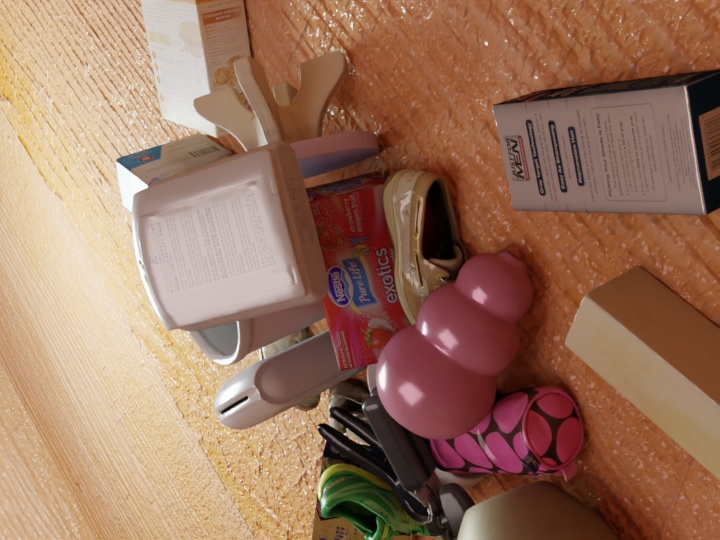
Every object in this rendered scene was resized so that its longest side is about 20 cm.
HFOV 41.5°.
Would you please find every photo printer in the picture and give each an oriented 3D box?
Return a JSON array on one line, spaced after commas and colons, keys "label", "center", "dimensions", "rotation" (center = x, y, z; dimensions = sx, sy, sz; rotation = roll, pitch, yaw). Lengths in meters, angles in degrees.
[{"label": "photo printer", "center": [-0.088, 0.138, 1.224], "dimensions": [0.070, 0.200, 0.166], "rotation": [63, 147, 6]}, {"label": "photo printer", "center": [-0.146, -0.028, 0.998], "dimensions": [0.199, 0.069, 0.167], "rotation": [-15, 90, 23]}]

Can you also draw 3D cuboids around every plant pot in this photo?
[{"label": "plant pot", "center": [0.174, 0.293, 0.967], "dimensions": [0.200, 0.200, 0.135], "rotation": [-52, 52, 54]}]

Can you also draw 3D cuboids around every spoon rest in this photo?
[{"label": "spoon rest", "center": [0.071, 0.178, 1.142], "dimensions": [0.200, 0.061, 0.099], "rotation": [53, 134, 17]}]

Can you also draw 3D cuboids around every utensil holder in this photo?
[{"label": "utensil holder", "center": [-0.112, 0.001, 1.173], "dimensions": [0.170, 0.200, 0.171], "rotation": [33, 135, 40]}]

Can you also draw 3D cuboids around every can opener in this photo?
[{"label": "can opener", "center": [0.071, 0.214, 1.048], "dimensions": [0.066, 0.053, 0.200], "rotation": [-26, 99, 28]}, {"label": "can opener", "center": [0.037, 0.232, 1.149], "dimensions": [0.200, 0.063, 0.079], "rotation": [37, 147, 17]}]

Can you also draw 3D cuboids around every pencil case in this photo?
[{"label": "pencil case", "center": [0.145, 0.178, 1.020], "dimensions": [0.094, 0.091, 0.200], "rotation": [60, 151, -8]}]

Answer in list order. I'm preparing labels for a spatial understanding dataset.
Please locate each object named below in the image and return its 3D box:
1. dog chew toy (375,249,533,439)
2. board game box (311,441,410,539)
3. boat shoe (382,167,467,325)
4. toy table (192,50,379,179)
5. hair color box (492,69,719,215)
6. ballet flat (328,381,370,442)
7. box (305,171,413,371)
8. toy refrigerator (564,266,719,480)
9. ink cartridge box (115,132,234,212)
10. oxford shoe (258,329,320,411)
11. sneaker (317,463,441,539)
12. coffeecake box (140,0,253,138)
[{"label": "dog chew toy", "center": [0.101, 0.069, 0.956], "dimensions": [0.124, 0.124, 0.200], "rotation": [40, 105, 35]}, {"label": "board game box", "center": [0.008, 0.313, 1.274], "dimensions": [0.135, 0.035, 0.201], "rotation": [11, 130, 3]}, {"label": "boat shoe", "center": [0.078, -0.010, 1.008], "dimensions": [0.066, 0.074, 0.201], "rotation": [6, 119, 50]}, {"label": "toy table", "center": [-0.088, -0.166, 1.078], "dimensions": [0.184, 0.199, 0.118], "rotation": [59, -163, -86]}, {"label": "hair color box", "center": [0.205, -0.102, 0.777], "dimensions": [0.200, 0.060, 0.100], "rotation": [7, 115, 53]}, {"label": "ballet flat", "center": [-0.001, 0.193, 1.255], "dimensions": [0.200, 0.067, 0.068], "rotation": [6, 114, 54]}, {"label": "box", "center": [0.000, 0.000, 1.073], "dimensions": [0.096, 0.099, 0.201], "rotation": [-96, -6, -75]}, {"label": "toy refrigerator", "center": [0.272, 0.091, 0.788], "dimensions": [0.200, 0.076, 0.070], "rotation": [44, 141, 30]}, {"label": "ink cartridge box", "center": [-0.226, -0.105, 1.322], "dimensions": [0.200, 0.144, 0.085], "rotation": [33, 135, 41]}, {"label": "oxford shoe", "center": [-0.105, 0.103, 1.349], "dimensions": [0.074, 0.071, 0.201], "rotation": [-36, 80, 54]}, {"label": "sneaker", "center": [0.040, 0.308, 1.185], "dimensions": [0.199, 0.084, 0.074], "rotation": [16, 129, -2]}, {"label": "coffeecake box", "center": [-0.214, -0.293, 1.254], "dimensions": [0.153, 0.073, 0.201], "rotation": [25, 129, 47]}]
